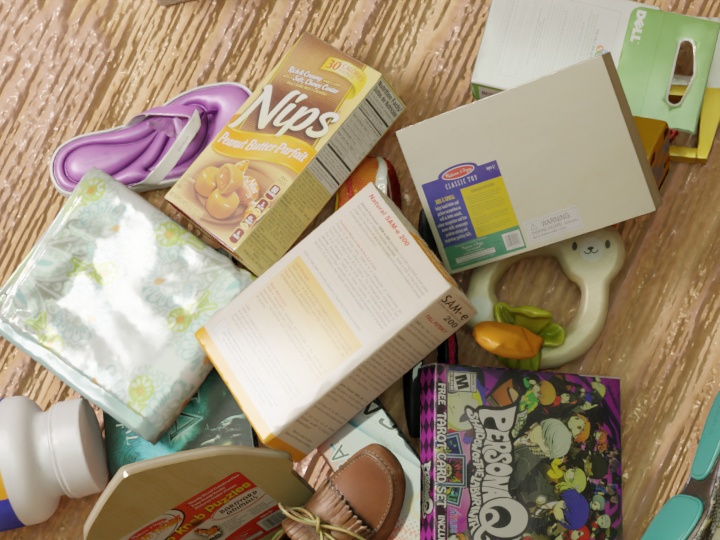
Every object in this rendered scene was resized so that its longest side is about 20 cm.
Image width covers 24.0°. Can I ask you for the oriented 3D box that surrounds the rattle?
[{"bbox_3d":[0.168,-0.014,1.429,0.200,0.143,0.130,-45,59,3],"label":"rattle"}]

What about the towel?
[{"bbox_3d":[-0.207,0.028,1.477,0.199,0.048,0.172,35,87,13],"label":"towel"}]

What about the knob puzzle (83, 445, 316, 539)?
[{"bbox_3d":[-0.142,0.194,1.387,0.218,0.220,0.031,-24,53,1],"label":"knob puzzle"}]

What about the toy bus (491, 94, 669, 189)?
[{"bbox_3d":[0.160,-0.098,1.446,0.198,0.079,0.065,12,45,23],"label":"toy bus"}]

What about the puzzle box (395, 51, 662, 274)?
[{"bbox_3d":[0.137,-0.086,1.400,0.199,0.025,0.134,-17,97,29],"label":"puzzle box"}]

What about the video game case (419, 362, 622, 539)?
[{"bbox_3d":[0.134,0.183,1.401,0.180,0.036,0.202,6,77,-23],"label":"video game case"}]

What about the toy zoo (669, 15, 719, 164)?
[{"bbox_3d":[0.246,-0.166,1.506,0.198,0.020,0.133,7,80,8],"label":"toy zoo"}]

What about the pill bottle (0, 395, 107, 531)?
[{"bbox_3d":[-0.325,0.172,1.458,0.198,0.112,0.113,-13,77,4],"label":"pill bottle"}]

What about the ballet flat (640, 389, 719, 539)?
[{"bbox_3d":[0.294,0.193,1.409,0.072,0.072,0.202,28,84,11],"label":"ballet flat"}]

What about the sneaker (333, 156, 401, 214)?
[{"bbox_3d":[0.000,0.000,1.484,0.076,0.073,0.202,-7,69,14],"label":"sneaker"}]

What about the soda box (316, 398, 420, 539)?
[{"bbox_3d":[0.012,0.163,1.446,0.068,0.064,0.201,-36,78,-1],"label":"soda box"}]

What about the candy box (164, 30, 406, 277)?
[{"bbox_3d":[-0.067,-0.104,1.487,0.200,0.055,0.115,-51,48,-6],"label":"candy box"}]

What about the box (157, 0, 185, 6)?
[{"bbox_3d":[-0.108,-0.335,1.542,0.198,0.098,0.126,-12,78,4],"label":"box"}]

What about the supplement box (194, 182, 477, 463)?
[{"bbox_3d":[-0.021,0.044,1.395,0.200,0.074,0.126,-39,60,6],"label":"supplement box"}]

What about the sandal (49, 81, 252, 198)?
[{"bbox_3d":[-0.187,-0.114,1.531,0.201,0.050,0.083,-23,77,1],"label":"sandal"}]

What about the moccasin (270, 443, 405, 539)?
[{"bbox_3d":[-0.034,0.218,1.388,0.201,0.077,0.074,-45,73,31],"label":"moccasin"}]

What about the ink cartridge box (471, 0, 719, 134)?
[{"bbox_3d":[0.204,-0.182,1.473,0.198,0.059,0.105,14,81,10],"label":"ink cartridge box"}]

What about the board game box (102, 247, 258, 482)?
[{"bbox_3d":[-0.165,0.088,1.499,0.134,0.028,0.202,-9,78,5],"label":"board game box"}]

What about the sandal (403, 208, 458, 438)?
[{"bbox_3d":[0.065,0.044,1.462,0.045,0.075,0.202,7,77,-4],"label":"sandal"}]
